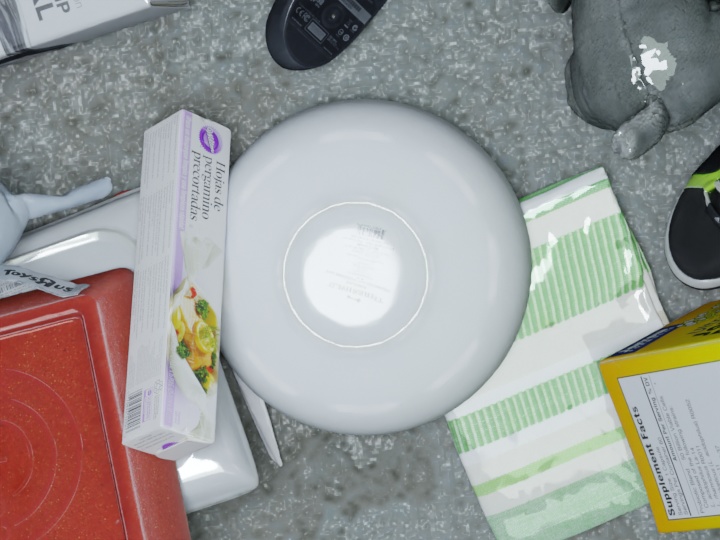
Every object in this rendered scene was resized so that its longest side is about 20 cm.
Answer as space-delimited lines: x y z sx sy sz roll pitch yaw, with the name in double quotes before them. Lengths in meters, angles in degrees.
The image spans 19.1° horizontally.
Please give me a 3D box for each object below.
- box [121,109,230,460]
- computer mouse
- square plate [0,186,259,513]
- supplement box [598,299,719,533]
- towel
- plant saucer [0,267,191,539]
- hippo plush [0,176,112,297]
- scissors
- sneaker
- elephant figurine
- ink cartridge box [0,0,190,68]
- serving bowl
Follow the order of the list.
"box" -0.103 0.007 1.214 0.039 0.041 0.200 22 57 -37
"computer mouse" 0.013 -0.200 1.258 0.200 0.034 0.059 -48 128 -1
"square plate" -0.182 0.065 1.242 0.200 0.028 0.198 -19 73 1
"supplement box" 0.251 0.070 1.186 0.109 0.200 0.109 -24 97 -40
"towel" 0.118 0.056 1.286 0.152 0.023 0.200 -23 96 4
"plant saucer" -0.207 0.109 1.199 0.200 0.037 0.200 -14 73 3
"hippo plush" -0.264 -0.033 1.160 0.200 0.161 0.160 0 53 13
"scissors" -0.080 0.020 1.289 0.073 0.014 0.200 -35 92 2
"sneaker" 0.233 -0.076 1.208 0.200 0.083 0.072 -50 58 16
"elephant figurine" 0.148 -0.184 1.198 0.141 0.155 0.200 -23 105 -15
"ink cartridge box" -0.217 -0.190 1.221 0.200 0.084 0.145 -16 94 14
"serving bowl" 0.000 0.000 1.242 0.200 0.066 0.201 0 93 5
